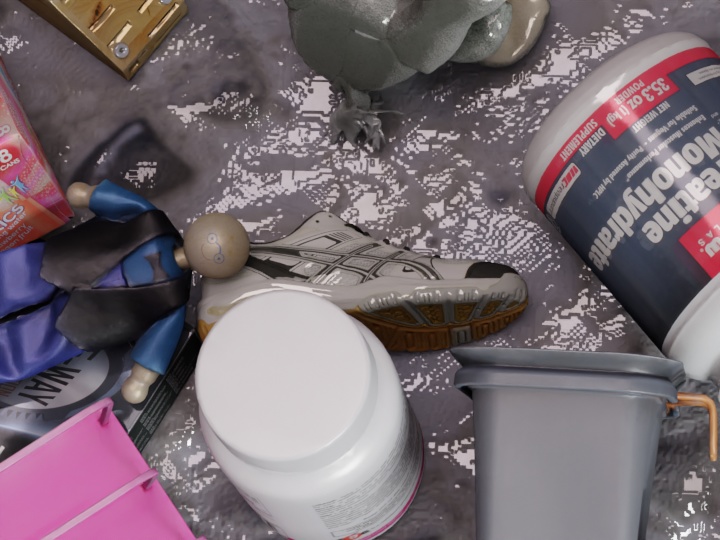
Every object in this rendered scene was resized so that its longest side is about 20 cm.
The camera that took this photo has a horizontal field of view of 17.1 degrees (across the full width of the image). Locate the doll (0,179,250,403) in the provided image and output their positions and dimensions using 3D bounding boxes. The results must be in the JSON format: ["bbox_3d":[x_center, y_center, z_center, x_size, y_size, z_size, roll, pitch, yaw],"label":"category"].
[{"bbox_3d":[-0.159,0.016,1.419,0.200,0.048,0.137,-21,87,5],"label":"doll"}]

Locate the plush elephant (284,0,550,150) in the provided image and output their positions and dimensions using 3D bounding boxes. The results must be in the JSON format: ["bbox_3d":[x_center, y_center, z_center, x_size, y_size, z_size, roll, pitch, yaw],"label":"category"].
[{"bbox_3d":[0.031,-0.187,1.463,0.165,0.200,0.155,23,54,13],"label":"plush elephant"}]

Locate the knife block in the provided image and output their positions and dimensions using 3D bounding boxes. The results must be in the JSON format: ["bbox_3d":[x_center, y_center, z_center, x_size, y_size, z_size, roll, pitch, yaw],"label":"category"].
[{"bbox_3d":[-0.225,-0.221,1.559,0.200,0.176,0.064,44,81,-28],"label":"knife block"}]

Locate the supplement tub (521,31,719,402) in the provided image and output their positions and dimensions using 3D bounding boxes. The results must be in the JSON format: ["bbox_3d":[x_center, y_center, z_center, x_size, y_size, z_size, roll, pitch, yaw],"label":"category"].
[{"bbox_3d":[0.203,-0.027,1.387,0.140,0.140,0.200,-38,71,-5],"label":"supplement tub"}]

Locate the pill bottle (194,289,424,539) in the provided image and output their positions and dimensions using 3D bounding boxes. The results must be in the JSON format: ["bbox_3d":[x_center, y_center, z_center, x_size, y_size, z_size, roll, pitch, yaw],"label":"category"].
[{"bbox_3d":[-0.028,0.085,1.351,0.113,0.200,0.113,-2,72,7],"label":"pill bottle"}]

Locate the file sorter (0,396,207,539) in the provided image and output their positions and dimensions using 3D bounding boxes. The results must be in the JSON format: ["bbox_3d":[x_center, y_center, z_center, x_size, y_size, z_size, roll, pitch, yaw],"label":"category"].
[{"bbox_3d":[-0.145,0.190,1.342,0.139,0.125,0.200,-33,86,-11],"label":"file sorter"}]

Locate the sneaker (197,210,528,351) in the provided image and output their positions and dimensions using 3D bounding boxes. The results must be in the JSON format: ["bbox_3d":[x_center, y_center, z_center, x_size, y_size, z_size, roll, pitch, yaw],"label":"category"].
[{"bbox_3d":[0.000,0.000,1.442,0.200,0.076,0.088,-3,61,0],"label":"sneaker"}]

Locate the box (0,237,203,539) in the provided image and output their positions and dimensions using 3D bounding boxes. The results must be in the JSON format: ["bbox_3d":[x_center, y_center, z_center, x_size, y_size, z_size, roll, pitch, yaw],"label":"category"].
[{"bbox_3d":[-0.214,0.086,1.458,0.160,0.044,0.200,30,78,16],"label":"box"}]

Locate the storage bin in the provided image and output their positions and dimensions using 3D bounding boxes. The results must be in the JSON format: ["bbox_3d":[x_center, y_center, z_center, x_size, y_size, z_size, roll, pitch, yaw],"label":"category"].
[{"bbox_3d":[0.125,0.120,1.332,0.145,0.200,0.134,2,84,8],"label":"storage bin"}]

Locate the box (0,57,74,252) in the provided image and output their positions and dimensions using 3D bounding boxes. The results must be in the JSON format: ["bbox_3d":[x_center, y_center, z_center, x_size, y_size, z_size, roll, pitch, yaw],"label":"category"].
[{"bbox_3d":[-0.265,-0.102,1.474,0.103,0.095,0.200,-26,54,-2],"label":"box"}]
